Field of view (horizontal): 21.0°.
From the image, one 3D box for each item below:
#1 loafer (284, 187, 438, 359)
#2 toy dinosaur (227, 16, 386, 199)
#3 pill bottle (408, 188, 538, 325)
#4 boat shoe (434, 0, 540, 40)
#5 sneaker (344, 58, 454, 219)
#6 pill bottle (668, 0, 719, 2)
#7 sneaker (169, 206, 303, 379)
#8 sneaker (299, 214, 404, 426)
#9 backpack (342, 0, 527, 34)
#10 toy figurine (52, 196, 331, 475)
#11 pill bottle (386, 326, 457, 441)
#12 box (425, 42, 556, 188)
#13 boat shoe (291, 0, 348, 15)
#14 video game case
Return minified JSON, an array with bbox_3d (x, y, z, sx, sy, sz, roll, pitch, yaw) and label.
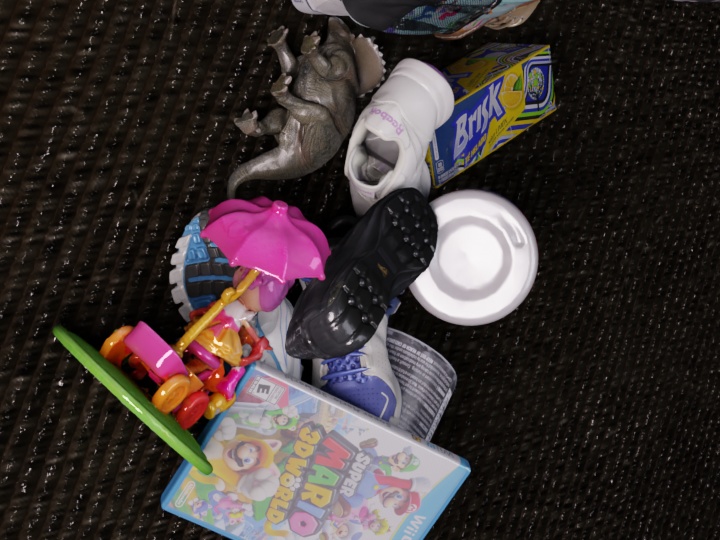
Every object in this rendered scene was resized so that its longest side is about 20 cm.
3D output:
[{"bbox_3d":[0.000,0.000,1.471,0.068,0.070,0.201,56,37,-16],"label":"loafer"},{"bbox_3d":[-0.037,-0.127,1.524,0.102,0.077,0.200,37,65,-38],"label":"toy dinosaur"},{"bbox_3d":[0.095,-0.015,1.649,0.200,0.112,0.113,-43,140,-85],"label":"pill bottle"},{"bbox_3d":[0.129,-0.249,1.724,0.200,0.076,0.072,-42,132,-38],"label":"boat shoe"},{"bbox_3d":[0.013,-0.085,1.568,0.100,0.075,0.200,-49,164,-32],"label":"sneaker"},{"bbox_3d":[0.348,-0.378,1.957,0.112,0.112,0.200,-26,119,-48],"label":"pill bottle"},{"bbox_3d":[-0.089,0.028,1.511,0.087,0.075,0.200,-59,144,-48],"label":"sneaker"},{"bbox_3d":[-0.018,0.036,1.553,0.115,0.080,0.200,57,30,-50],"label":"sneaker"},{"bbox_3d":[0.071,-0.277,1.490,0.200,0.150,0.178,-5,77,-54],"label":"backpack"},{"bbox_3d":[-0.095,0.034,1.388,0.184,0.150,0.200,-47,160,-6],"label":"toy figurine"},{"bbox_3d":[-0.005,0.153,1.613,0.106,0.106,0.200,50,60,-47],"label":"pill bottle"},{"bbox_3d":[0.091,-0.139,1.700,0.200,0.070,0.064,-35,123,-45],"label":"box"},{"bbox_3d":[0.025,-0.236,1.589,0.200,0.065,0.074,-23,116,-50],"label":"boat shoe"},{"bbox_3d":[-0.035,0.166,1.507,0.200,0.018,0.143,27,109,-19],"label":"video game case"}]
